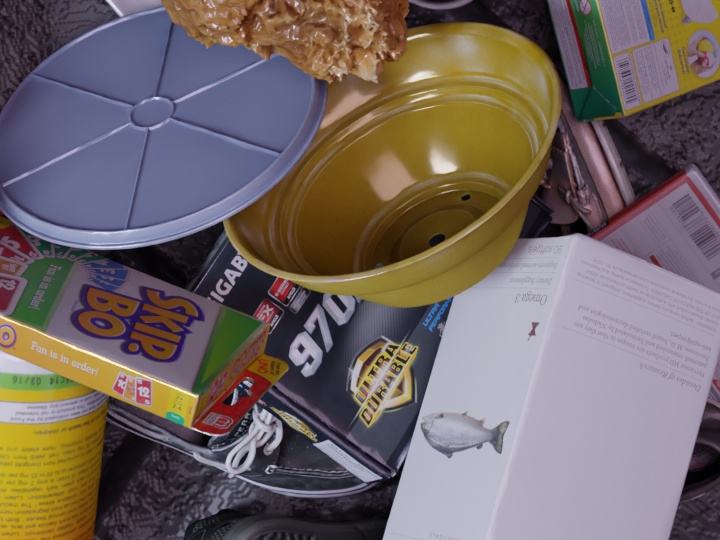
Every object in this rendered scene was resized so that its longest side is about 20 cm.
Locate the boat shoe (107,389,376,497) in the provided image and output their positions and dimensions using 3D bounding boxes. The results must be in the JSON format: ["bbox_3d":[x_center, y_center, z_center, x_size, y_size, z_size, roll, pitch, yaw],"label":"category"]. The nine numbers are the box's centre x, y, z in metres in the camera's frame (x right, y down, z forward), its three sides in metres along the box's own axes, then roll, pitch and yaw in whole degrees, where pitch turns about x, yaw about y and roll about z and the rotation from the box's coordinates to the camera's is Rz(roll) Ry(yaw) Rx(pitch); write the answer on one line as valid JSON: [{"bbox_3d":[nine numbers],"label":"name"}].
[{"bbox_3d":[-0.071,0.087,1.295,0.199,0.068,0.074,24,86,-11],"label":"boat shoe"}]

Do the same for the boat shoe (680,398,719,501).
[{"bbox_3d":[0.131,0.120,1.311,0.199,0.057,0.067,-13,107,10],"label":"boat shoe"}]

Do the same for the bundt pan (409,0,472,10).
[{"bbox_3d":[0.028,-0.252,1.307,0.201,0.076,0.203,0,90,-12],"label":"bundt pan"}]

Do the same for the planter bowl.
[{"bbox_3d":[0.030,-0.040,1.201,0.200,0.200,0.084,-36,129,-9],"label":"planter bowl"}]

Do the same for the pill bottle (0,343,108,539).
[{"bbox_3d":[-0.203,0.117,1.231,0.111,0.111,0.201,4,109,-11],"label":"pill bottle"}]

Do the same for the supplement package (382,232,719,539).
[{"bbox_3d":[0.108,0.092,1.218,0.117,0.117,0.201,21,80,-26],"label":"supplement package"}]

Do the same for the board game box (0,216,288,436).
[{"bbox_3d":[-0.142,0.027,1.169,0.199,0.096,0.030,23,119,12],"label":"board game box"}]

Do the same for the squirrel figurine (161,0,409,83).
[{"bbox_3d":[-0.015,-0.204,1.206,0.186,0.141,0.201,4,93,-23],"label":"squirrel figurine"}]

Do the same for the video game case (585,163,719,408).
[{"bbox_3d":[0.161,0.047,1.324,0.200,0.017,0.143,-35,102,14],"label":"video game case"}]

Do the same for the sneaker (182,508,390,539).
[{"bbox_3d":[-0.029,0.181,1.309,0.199,0.114,0.077,10,83,-39],"label":"sneaker"}]

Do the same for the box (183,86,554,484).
[{"bbox_3d":[0.000,0.000,1.275,0.159,0.046,0.200,37,69,-9],"label":"box"}]

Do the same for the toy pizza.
[{"bbox_3d":[-0.114,-0.078,1.224,0.200,0.200,0.032,-27,135,-10],"label":"toy pizza"}]

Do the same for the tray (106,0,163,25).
[{"bbox_3d":[-0.065,-0.137,1.318,0.107,0.022,0.200,-41,98,-9],"label":"tray"}]

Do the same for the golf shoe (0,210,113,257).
[{"bbox_3d":[-0.172,-0.026,1.280,0.199,0.077,0.088,-12,108,-5],"label":"golf shoe"}]

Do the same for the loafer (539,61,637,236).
[{"bbox_3d":[0.141,-0.028,1.339,0.063,0.072,0.201,-25,98,-4],"label":"loafer"}]

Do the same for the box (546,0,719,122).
[{"bbox_3d":[0.200,-0.173,1.325,0.200,0.048,0.118,-21,101,-35],"label":"box"}]
